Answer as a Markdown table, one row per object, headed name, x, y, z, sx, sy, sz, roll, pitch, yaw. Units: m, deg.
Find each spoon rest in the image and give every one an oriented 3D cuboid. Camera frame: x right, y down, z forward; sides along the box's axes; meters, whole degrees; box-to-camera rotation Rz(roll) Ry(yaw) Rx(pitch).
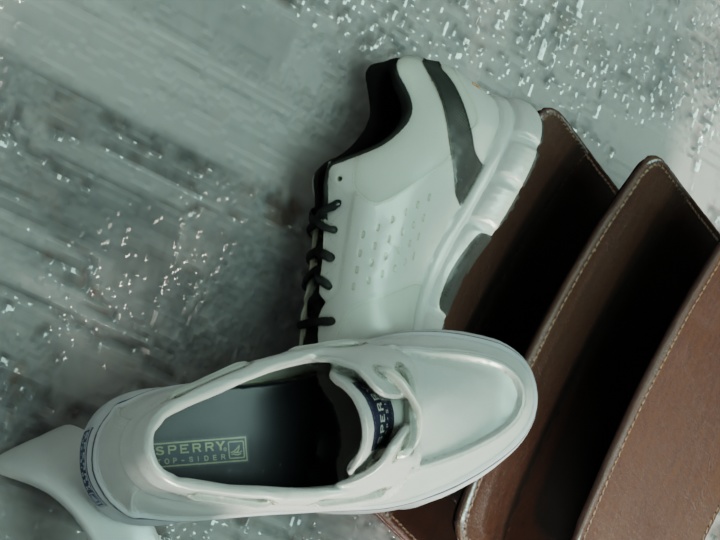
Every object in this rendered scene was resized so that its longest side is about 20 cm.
| name | x | y | z | sx | sy | sz | roll | pitch | yaw |
| --- | --- | --- | --- | --- | --- | --- | --- | --- | --- |
| spoon rest | -0.095 | 0.163 | 1.073 | 0.099 | 0.061 | 0.201 | -26 | 113 | -37 |

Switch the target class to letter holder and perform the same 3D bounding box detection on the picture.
| name | x | y | z | sx | sy | sz | roll | pitch | yaw |
| --- | --- | --- | --- | --- | --- | --- | --- | --- | --- |
| letter holder | 0.099 | 0.045 | 1.199 | 0.142 | 0.100 | 0.200 | 46 | 66 | -43 |

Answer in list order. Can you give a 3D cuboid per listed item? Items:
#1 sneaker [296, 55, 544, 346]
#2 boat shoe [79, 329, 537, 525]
| name | x | y | z | sx | sy | sz | roll | pitch | yaw |
| --- | --- | --- | --- | --- | --- | --- | --- | --- | --- |
| sneaker | 0.000 | 0.000 | 1.141 | 0.080 | 0.074 | 0.200 | 32 | 71 | -23 |
| boat shoe | -0.007 | 0.063 | 1.051 | 0.200 | 0.065 | 0.074 | -13 | 88 | -30 |
